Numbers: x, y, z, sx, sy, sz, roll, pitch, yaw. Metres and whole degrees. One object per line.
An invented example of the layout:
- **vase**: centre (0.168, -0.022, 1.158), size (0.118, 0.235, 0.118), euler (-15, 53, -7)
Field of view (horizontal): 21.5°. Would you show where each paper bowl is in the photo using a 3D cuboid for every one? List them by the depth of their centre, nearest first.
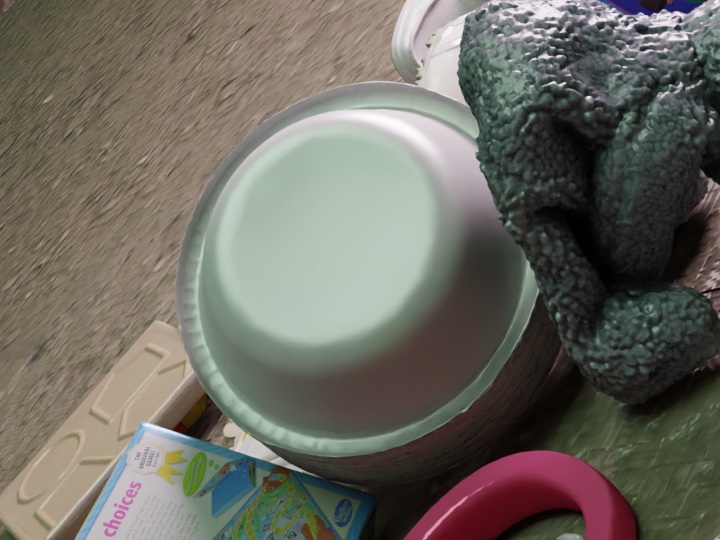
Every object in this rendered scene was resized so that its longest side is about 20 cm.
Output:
- **paper bowl**: centre (0.000, 0.000, 0.962), size (0.199, 0.104, 0.202), euler (-7, 69, 18)

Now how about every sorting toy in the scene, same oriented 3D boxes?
- **sorting toy**: centre (-0.171, 0.120, 1.317), size (0.185, 0.036, 0.200), euler (-49, 16, -11)

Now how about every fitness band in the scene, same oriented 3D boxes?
- **fitness band**: centre (0.039, 0.161, 0.828), size (0.200, 0.037, 0.143), euler (-52, 21, -19)

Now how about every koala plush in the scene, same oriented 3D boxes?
- **koala plush**: centre (0.165, -0.075, 0.879), size (0.199, 0.184, 0.178), euler (-22, 28, 21)

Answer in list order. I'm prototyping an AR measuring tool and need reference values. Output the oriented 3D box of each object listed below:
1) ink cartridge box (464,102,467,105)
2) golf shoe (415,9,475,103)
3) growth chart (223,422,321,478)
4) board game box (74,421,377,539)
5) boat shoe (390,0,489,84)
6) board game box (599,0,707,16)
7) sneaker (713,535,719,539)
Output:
- **ink cartridge box**: centre (0.070, -0.037, 1.075), size (0.200, 0.068, 0.116), euler (-40, 28, 3)
- **golf shoe**: centre (0.108, -0.150, 1.242), size (0.097, 0.078, 0.201), euler (-9, 41, 48)
- **growth chart**: centre (-0.030, 0.070, 1.157), size (0.144, 0.018, 0.201), euler (-21, 31, 48)
- **board game box**: centre (-0.086, 0.174, 0.922), size (0.034, 0.133, 0.201), euler (94, -163, -47)
- **boat shoe**: centre (0.100, -0.211, 1.368), size (0.200, 0.071, 0.069), euler (-50, 19, -16)
- **board game box**: centre (0.157, -0.231, 1.114), size (0.134, 0.200, 0.045), euler (-31, 24, 31)
- **sneaker**: centre (0.136, 0.127, 0.641), size (0.074, 0.082, 0.201), euler (-25, 28, 42)
